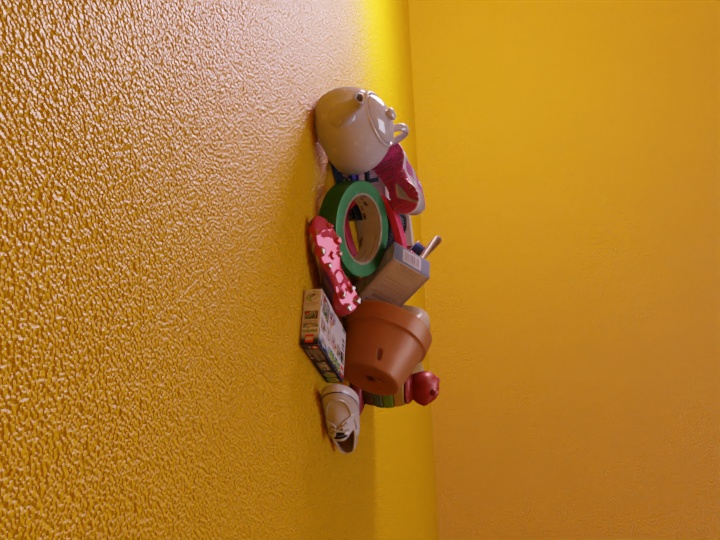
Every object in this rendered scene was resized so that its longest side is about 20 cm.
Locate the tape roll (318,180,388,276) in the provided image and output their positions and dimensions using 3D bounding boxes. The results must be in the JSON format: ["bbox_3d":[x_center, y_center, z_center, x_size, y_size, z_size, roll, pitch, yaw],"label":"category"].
[{"bbox_3d":[-0.012,-0.087,1.369,0.200,0.048,0.201,-7,98,-57],"label":"tape roll"}]

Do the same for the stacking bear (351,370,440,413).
[{"bbox_3d":[0.087,0.275,1.541,0.121,0.200,0.114,-57,145,-72],"label":"stacking bear"}]

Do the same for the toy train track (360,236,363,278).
[{"bbox_3d":[0.000,0.000,1.593,0.115,0.032,0.200,-101,-170,-46],"label":"toy train track"}]

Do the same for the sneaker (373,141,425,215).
[{"bbox_3d":[0.090,-0.202,1.486,0.088,0.081,0.200,33,37,-60],"label":"sneaker"}]

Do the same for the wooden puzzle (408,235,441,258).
[{"bbox_3d":[0.101,0.000,1.599,0.046,0.185,0.200,44,35,3],"label":"wooden puzzle"}]

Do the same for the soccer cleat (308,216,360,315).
[{"bbox_3d":[-0.065,-0.005,1.256,0.067,0.076,0.200,-35,108,-43],"label":"soccer cleat"}]

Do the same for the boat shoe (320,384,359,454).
[{"bbox_3d":[-0.037,0.294,1.268,0.200,0.071,0.070,84,6,-49],"label":"boat shoe"}]

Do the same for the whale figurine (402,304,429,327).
[{"bbox_3d":[0.080,0.138,1.613,0.159,0.200,0.104,-13,109,-37],"label":"whale figurine"}]

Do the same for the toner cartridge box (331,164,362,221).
[{"bbox_3d":[-0.027,-0.219,1.538,0.200,0.043,0.095,74,17,-47],"label":"toner cartridge box"}]

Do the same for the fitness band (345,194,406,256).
[{"bbox_3d":[0.028,-0.078,1.489,0.037,0.143,0.200,-45,120,-67],"label":"fitness band"}]

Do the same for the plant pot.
[{"bbox_3d":[0.041,0.179,1.437,0.200,0.200,0.140,73,34,-50],"label":"plant pot"}]

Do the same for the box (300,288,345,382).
[{"bbox_3d":[-0.067,0.128,1.236,0.200,0.035,0.110,68,21,-59],"label":"box"}]

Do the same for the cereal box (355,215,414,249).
[{"bbox_3d":[0.060,-0.122,1.701,0.040,0.144,0.200,-77,159,-57],"label":"cereal box"}]

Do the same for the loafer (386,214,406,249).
[{"bbox_3d":[0.050,-0.070,1.564,0.073,0.071,0.200,-28,147,-41],"label":"loafer"}]

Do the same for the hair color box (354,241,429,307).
[{"bbox_3d":[0.058,0.037,1.469,0.200,0.099,0.061,-48,-159,35],"label":"hair color box"}]

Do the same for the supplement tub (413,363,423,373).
[{"bbox_3d":[0.087,0.237,1.717,0.200,0.144,0.145,73,17,-51],"label":"supplement tub"}]

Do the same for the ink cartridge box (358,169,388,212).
[{"bbox_3d":[0.036,-0.222,1.578,0.116,0.067,0.200,62,26,-67],"label":"ink cartridge box"}]

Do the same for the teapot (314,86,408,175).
[{"bbox_3d":[0.008,-0.301,1.366,0.198,0.146,0.200,59,27,-30],"label":"teapot"}]
